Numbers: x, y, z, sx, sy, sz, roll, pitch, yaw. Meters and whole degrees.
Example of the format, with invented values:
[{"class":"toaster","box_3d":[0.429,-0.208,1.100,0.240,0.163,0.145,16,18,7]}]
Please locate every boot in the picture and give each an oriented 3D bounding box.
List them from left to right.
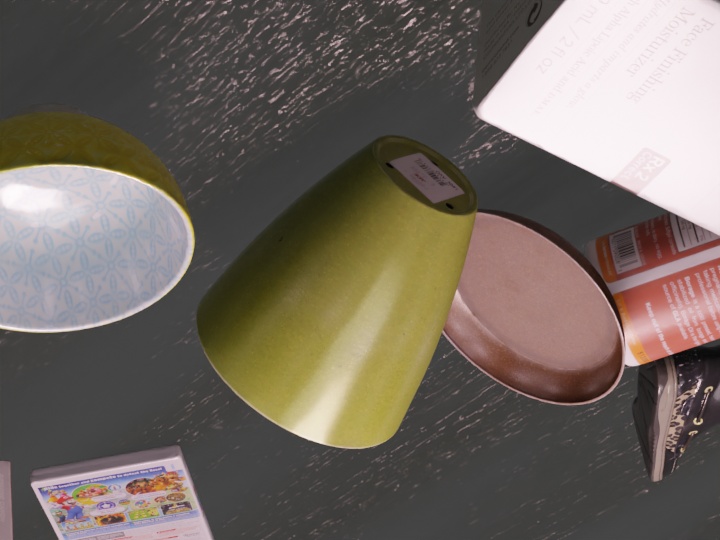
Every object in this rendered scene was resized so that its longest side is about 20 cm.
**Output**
[{"class":"boot","box_3d":[0.337,0.126,1.822,0.153,0.074,0.204,-11,146,-3]}]

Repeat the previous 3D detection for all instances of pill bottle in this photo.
[{"class":"pill bottle","box_3d":[0.293,-0.003,1.595,0.199,0.112,0.112,-19,144,14]}]

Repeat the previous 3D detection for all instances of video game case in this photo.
[{"class":"video game case","box_3d":[-0.226,0.235,1.884,0.143,0.018,0.200,-10,145,1]}]

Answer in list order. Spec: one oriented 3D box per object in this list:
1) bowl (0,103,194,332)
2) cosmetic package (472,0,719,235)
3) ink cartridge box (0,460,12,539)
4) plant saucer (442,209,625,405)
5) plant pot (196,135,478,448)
[{"class":"bowl","box_3d":[-0.223,-0.055,1.402,0.199,0.108,0.200,-6,145,-4]},{"class":"cosmetic package","box_3d":[0.201,-0.163,1.267,0.200,0.165,0.165,24,135,-17]},{"class":"ink cartridge box","box_3d":[-0.394,0.250,1.705,0.176,0.200,0.045,12,140,-28]},{"class":"plant saucer","box_3d":[0.133,0.024,1.580,0.200,0.032,0.201,26,143,21]},{"class":"plant pot","box_3d":[0.000,0.000,1.498,0.187,0.187,0.200,15,123,-31]}]
